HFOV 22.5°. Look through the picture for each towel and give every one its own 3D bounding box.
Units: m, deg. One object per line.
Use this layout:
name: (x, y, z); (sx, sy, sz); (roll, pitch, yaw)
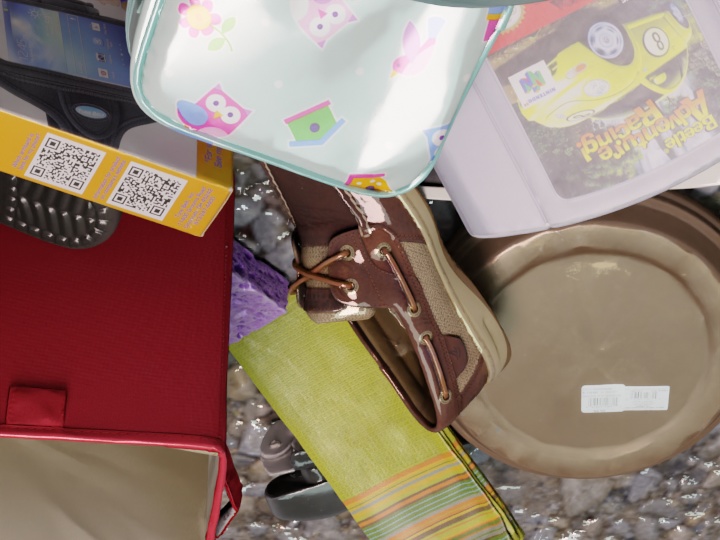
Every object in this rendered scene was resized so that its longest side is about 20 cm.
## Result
towel: (0.006, 0.098, 1.052); (0.086, 0.018, 0.200); (-31, 101, 25)

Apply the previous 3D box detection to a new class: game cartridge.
game cartridge: (0.115, -0.099, 0.844); (0.199, 0.041, 0.134); (-26, 102, 22)

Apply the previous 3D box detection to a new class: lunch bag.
lunch bag: (-0.012, -0.143, 0.776); (0.160, 0.077, 0.201); (18, 115, -14)

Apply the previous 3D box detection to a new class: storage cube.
storage cube: (-0.156, 0.061, 0.908); (0.199, 0.180, 0.171); (4, 139, -5)

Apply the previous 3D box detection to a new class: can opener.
can opener: (0.033, 0.097, 1.098); (0.199, 0.053, 0.067); (-16, 121, 11)

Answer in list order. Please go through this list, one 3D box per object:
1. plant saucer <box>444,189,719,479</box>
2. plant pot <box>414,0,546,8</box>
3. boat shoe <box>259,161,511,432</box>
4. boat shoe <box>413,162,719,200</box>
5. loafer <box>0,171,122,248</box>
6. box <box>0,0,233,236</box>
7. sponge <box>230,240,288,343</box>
plant saucer: (0.129, 0.040, 1.015); (0.199, 0.030, 0.201); (0, 120, 0)
plant pot: (0.063, -0.187, 0.651); (0.199, 0.134, 0.201); (-4, 106, -14)
boat shoe: (0.000, 0.000, 0.932); (0.072, 0.072, 0.200); (1, 133, 52)
boat shoe: (0.110, -0.069, 0.910); (0.199, 0.074, 0.061); (-4, 99, 25)
loafer: (-0.196, -0.077, 0.868); (0.199, 0.071, 0.073); (27, 135, 1)
box: (-0.153, -0.098, 0.818); (0.199, 0.119, 0.042); (20, 134, -24)
sponge: (-0.143, -0.008, 0.988); (0.111, 0.030, 0.200); (-30, 132, 27)
